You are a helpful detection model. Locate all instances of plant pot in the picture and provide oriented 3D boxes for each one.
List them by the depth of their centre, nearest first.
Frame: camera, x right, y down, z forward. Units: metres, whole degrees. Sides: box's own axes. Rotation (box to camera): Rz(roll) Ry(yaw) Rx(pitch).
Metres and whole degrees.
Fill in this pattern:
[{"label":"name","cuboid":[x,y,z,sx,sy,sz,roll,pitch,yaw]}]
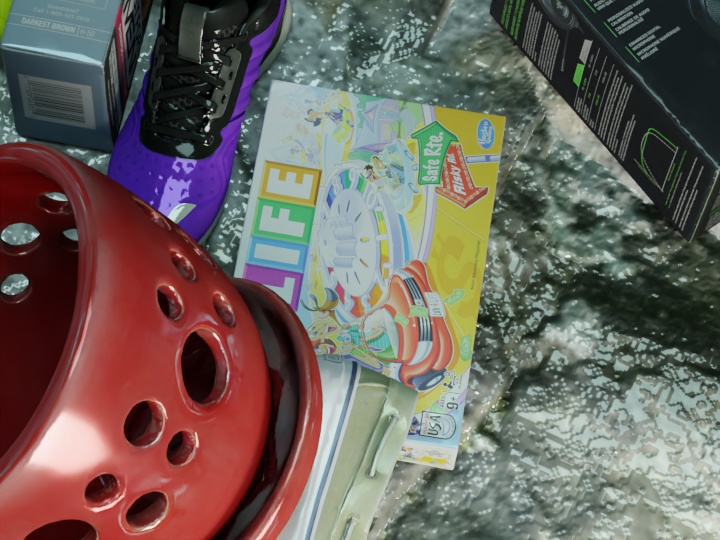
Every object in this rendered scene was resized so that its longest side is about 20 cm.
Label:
[{"label":"plant pot","cuboid":[-0.135,0.063,1.145,0.200,0.182,0.201,-21,54,33]}]

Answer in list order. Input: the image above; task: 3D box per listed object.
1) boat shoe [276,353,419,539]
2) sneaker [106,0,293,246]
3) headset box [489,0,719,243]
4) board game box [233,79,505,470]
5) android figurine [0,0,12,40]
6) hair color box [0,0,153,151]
[{"label":"boat shoe","cuboid":[-0.019,0.141,1.186,0.062,0.072,0.201,14,80,-1]},{"label":"sneaker","cuboid":[-0.093,-0.105,1.291,0.069,0.100,0.201,15,65,6]},{"label":"headset box","cuboid":[0.194,-0.151,1.335,0.174,0.093,0.200,-32,70,-17]},{"label":"board game box","cuboid":[0.000,0.000,1.286,0.134,0.034,0.201,9,65,1]},{"label":"android figurine","cuboid":[-0.279,-0.175,1.346,0.181,0.041,0.201,14,65,3]},{"label":"hair color box","cuboid":[-0.146,-0.180,1.324,0.060,0.099,0.201,10,65,2]}]
